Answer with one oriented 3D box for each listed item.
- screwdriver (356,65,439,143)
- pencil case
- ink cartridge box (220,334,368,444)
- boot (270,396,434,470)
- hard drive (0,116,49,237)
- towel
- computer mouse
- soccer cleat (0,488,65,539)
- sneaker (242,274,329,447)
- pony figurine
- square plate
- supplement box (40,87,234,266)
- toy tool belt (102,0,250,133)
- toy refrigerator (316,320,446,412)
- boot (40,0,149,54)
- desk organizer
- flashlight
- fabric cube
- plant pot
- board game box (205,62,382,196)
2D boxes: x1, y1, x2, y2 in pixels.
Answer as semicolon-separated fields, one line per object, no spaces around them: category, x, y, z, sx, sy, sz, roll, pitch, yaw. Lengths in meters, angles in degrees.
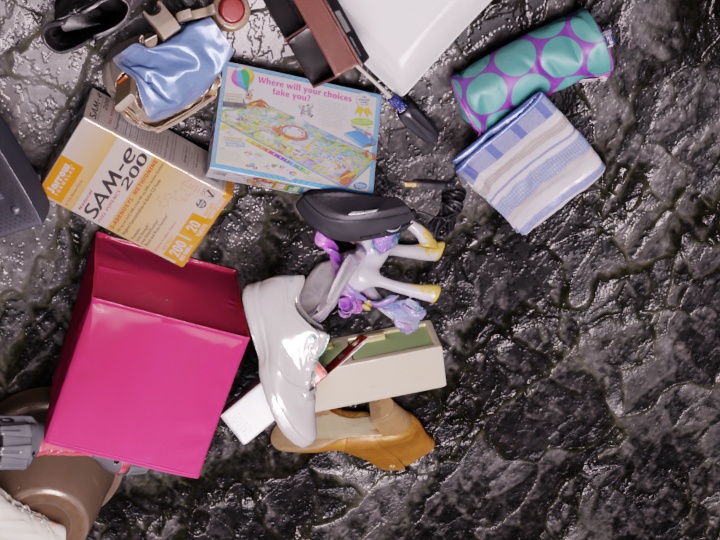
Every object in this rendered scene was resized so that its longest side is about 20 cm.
screwdriver;0.024;-0.215;1.491;0.028;0.029;0.199;-25;133;38
pencil case;0.210;-0.238;1.510;0.198;0.085;0.093;-26;86;4
ink cartridge box;-0.083;0.130;1.550;0.200;0.109;0.050;-41;92;-4
boot;-0.008;0.240;1.717;0.199;0.071;0.144;-15;140;19
hard drive;-0.446;-0.133;1.431;0.134;0.042;0.201;-13;116;38
towel;0.213;-0.128;1.551;0.146;0.024;0.200;-38;141;13
computer mouse;0.027;-0.067;1.453;0.197;0.047;0.141;6;158;-10
soccer cleat;-0.398;0.311;1.488;0.077;0.069;0.201;-25;125;-3
sneaker;-0.072;0.103;1.451;0.088;0.075;0.202;-16;89;11
pony figurine;0.000;0.000;1.570;0.198;0.166;0.195;24;78;-17
square plate;0.045;-0.340;1.463;0.198;0.029;0.200;38;104;-25
supplement box;-0.265;-0.108;1.483;0.199;0.074;0.126;27;121;-21
toy tool belt;-0.197;-0.243;1.391;0.199;0.123;0.125;-40;105;-5
toy refrigerator;0.008;0.125;1.658;0.197;0.076;0.071;-11;117;-4
boot;-0.254;-0.305;1.368;0.199;0.132;0.070;-34;115;7
desk organizer;-0.075;-0.305;1.403;0.076;0.072;0.201;-28;101;14
flashlight;-0.354;0.219;1.522;0.198;0.068;0.069;5;113;-39
fabric cube;-0.263;0.100;1.529;0.194;0.200;0.201;15;111;-16
plant pot;-0.401;0.278;1.604;0.198;0.175;0.202;-5;117;-9
board game box;-0.077;-0.161;1.482;0.198;0.034;0.136;10;74;-14
